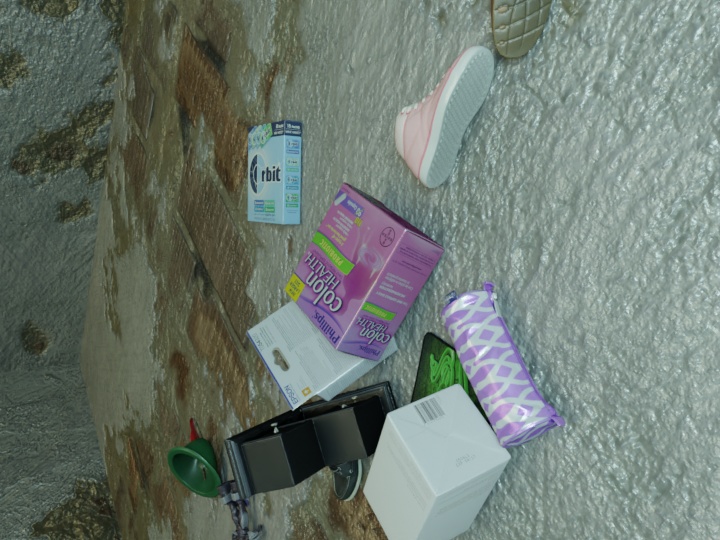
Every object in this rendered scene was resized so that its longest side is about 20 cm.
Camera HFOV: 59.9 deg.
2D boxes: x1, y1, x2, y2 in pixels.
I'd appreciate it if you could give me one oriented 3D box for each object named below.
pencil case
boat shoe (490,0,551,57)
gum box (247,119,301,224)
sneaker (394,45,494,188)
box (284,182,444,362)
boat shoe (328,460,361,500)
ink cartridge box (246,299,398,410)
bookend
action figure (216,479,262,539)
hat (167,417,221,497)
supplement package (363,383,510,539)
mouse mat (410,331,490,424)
[{"bbox_3d":[0.174,0.117,0.785,0.085,0.083,0.203,-34,63,24],"label":"pencil case"},{"bbox_3d":[0.190,-0.363,0.749,0.068,0.070,0.205,-94,5,-73],"label":"boat shoe"},{"bbox_3d":[-0.182,-0.201,1.305,0.169,0.044,0.205,9,100,55],"label":"gum box"},{"bbox_3d":[0.103,-0.226,0.863,0.105,0.074,0.203,50,135,35],"label":"sneaker"},{"bbox_3d":[0.000,0.000,0.958,0.176,0.096,0.203,42,106,46],"label":"box"},{"bbox_3d":[-0.035,0.320,1.104,0.074,0.065,0.204,36,120,48],"label":"boat shoe"},{"bbox_3d":[-0.067,0.117,1.045,0.197,0.198,0.044,48,168,42],"label":"ink cartridge box"},{"bbox_3d":[-0.067,0.259,0.966,0.196,0.199,0.094,-22,84,31],"label":"bookend"},{"bbox_3d":[-0.279,0.601,1.480,0.129,0.068,0.205,-22,78,46],"label":"action figure"},{"bbox_3d":[-0.416,0.485,1.711,0.199,0.176,0.167,37,128,2],"label":"hat"},{"bbox_3d":[0.092,0.273,0.832,0.120,0.119,0.203,53,146,36],"label":"supplement package"},{"bbox_3d":[0.126,0.212,0.918,0.160,0.007,0.205,32,117,50],"label":"mouse mat"}]
